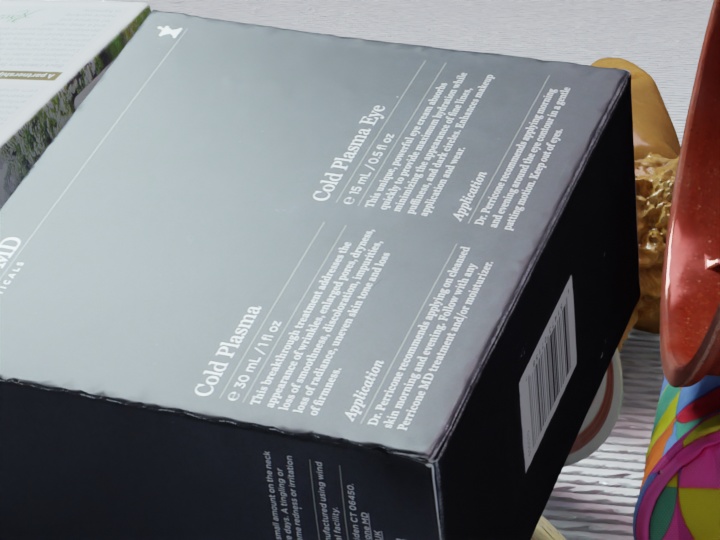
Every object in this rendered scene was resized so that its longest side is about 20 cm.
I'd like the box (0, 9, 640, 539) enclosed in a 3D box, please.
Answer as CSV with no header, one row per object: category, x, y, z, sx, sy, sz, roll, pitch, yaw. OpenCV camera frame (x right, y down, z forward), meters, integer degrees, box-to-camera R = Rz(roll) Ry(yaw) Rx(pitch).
box,-0.022,0.017,0.797,0.182,0.104,0.200,10,42,20

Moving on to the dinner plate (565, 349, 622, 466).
dinner plate,0.027,0.003,0.995,0.200,0.200,0.024,12,49,39

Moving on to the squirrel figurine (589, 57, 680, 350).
squirrel figurine,0.070,-0.012,1.163,0.186,0.142,0.200,-9,14,-9

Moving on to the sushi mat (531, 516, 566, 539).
sushi mat,0.072,0.110,0.816,0.096,0.012,0.200,30,5,-29

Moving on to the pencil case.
pencil case,0.153,0.074,0.938,0.088,0.089,0.200,3,17,11

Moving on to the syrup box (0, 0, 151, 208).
syrup box,-0.150,-0.027,0.924,0.081,0.079,0.200,4,33,26

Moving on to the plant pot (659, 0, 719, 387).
plant pot,0.226,-0.038,0.862,0.195,0.201,0.201,11,15,-1
